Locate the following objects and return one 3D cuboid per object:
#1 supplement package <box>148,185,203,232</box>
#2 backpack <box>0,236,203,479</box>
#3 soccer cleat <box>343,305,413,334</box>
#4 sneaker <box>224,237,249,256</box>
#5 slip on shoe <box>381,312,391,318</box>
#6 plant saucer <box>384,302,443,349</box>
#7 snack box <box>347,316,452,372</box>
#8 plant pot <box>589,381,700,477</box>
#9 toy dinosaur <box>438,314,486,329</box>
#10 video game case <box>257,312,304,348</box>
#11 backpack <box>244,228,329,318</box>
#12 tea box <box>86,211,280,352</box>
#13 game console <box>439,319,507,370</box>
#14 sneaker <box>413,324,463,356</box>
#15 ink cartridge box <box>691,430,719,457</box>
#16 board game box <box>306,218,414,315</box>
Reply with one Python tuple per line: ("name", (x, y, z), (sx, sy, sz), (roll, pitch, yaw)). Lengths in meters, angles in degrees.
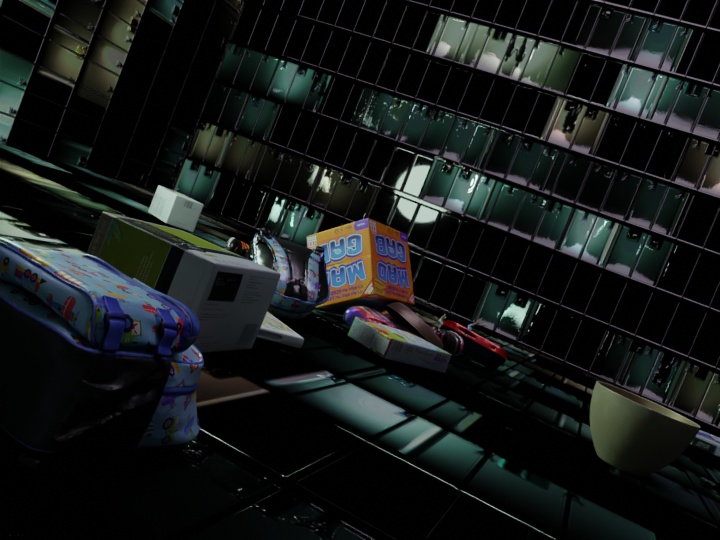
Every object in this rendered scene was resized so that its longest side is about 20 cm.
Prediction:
("supplement package", (-0.674, -0.227, 2.503), (0.114, 0.110, 0.200), (20, 4, -39))
("backpack", (-0.212, 0.067, 0.562), (0.182, 0.135, 0.200), (25, 1, 29))
("soccer cleat", (0.051, 0.139, 1.696), (0.200, 0.068, 0.073), (24, -2, -28))
("sneaker", (-0.358, -0.054, 2.118), (0.090, 0.070, 0.200), (19, 1, 4))
("slip on shoe", (0.072, 0.131, 2.033), (0.200, 0.061, 0.074), (21, 5, 12))
("plant saucer", (0.143, 0.147, 1.757), (0.200, 0.034, 0.200), (45, -7, 7))
("snack box", (0.090, 0.170, 1.566), (0.200, 0.053, 0.142), (20, 5, -39))
("plant pot", (0.530, 0.318, 1.336), (0.200, 0.135, 0.200), (22, 4, -2))
("toy dinosaur", (0.338, 0.234, 2.311), (0.200, 0.105, 0.181), (-28, 53, -35))
("video game case", (-0.223, 0.079, 1.248), (0.182, 0.023, 0.200), (20, 4, -37))
("backpack", (-0.160, 0.029, 1.467), (0.182, 0.135, 0.200), (18, 31, -23))
("tea box", (-0.259, 0.021, 0.992), (0.197, 0.134, 0.200), (24, 3, 20))
("game console", (0.310, 0.215, 1.943), (0.200, 0.031, 0.177), (30, -20, 8))
("sneaker", (0.186, 0.182, 1.870), (0.200, 0.074, 0.087), (21, 4, 43))
("ink cartridge box", (1.134, 0.561, 2.202), (0.197, 0.047, 0.200), (21, 1, 12))
("board game box", (0.000, 0.000, 1.823), (0.200, 0.200, 0.200), (-14, -18, 31))
